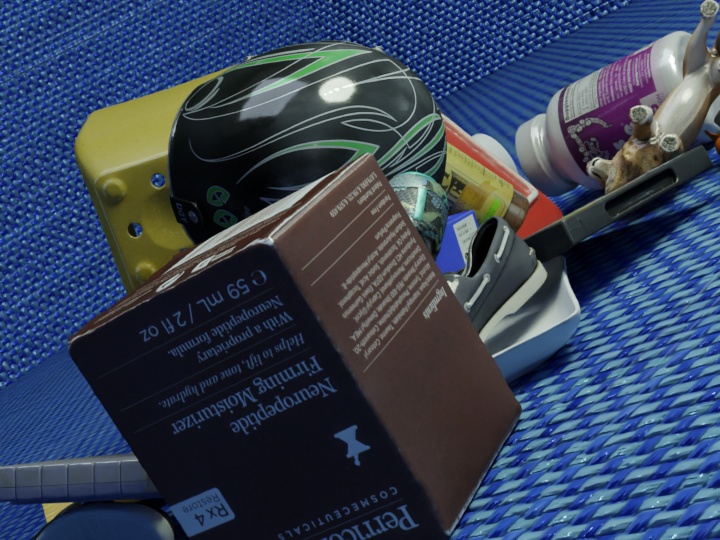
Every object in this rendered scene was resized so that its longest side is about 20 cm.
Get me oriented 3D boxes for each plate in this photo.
[{"bbox_3d":[0.076,0.066,1.104,0.199,0.032,0.200,-29,8,9],"label":"plate"}]

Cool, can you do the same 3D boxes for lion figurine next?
[{"bbox_3d":[0.280,-0.141,1.287,0.200,0.072,0.122,-48,-17,-2],"label":"lion figurine"}]

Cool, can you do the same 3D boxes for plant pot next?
[{"bbox_3d":[-0.159,-0.070,1.392,0.195,0.195,0.200,-17,13,7],"label":"plant pot"}]

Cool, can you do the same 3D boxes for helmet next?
[{"bbox_3d":[-0.032,-0.086,1.148,0.190,0.200,0.200,-4,21,27],"label":"helmet"}]

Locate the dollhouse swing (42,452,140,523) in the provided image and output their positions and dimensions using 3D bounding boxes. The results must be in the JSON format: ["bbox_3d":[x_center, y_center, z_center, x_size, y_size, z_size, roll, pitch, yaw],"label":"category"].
[{"bbox_3d":[-0.218,0.130,1.356,0.175,0.182,0.200,-11,4,-14],"label":"dollhouse swing"}]

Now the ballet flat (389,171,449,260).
[{"bbox_3d":[0.011,0.020,1.079,0.074,0.074,0.200,-39,-25,-45],"label":"ballet flat"}]

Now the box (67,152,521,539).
[{"bbox_3d":[-0.034,0.066,0.905,0.166,0.200,0.164,-27,9,29],"label":"box"}]

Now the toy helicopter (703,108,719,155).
[{"bbox_3d":[0.332,-0.140,1.236,0.132,0.079,0.200,-52,-15,28],"label":"toy helicopter"}]

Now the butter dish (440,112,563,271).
[{"bbox_3d":[0.063,-0.042,1.413,0.148,0.199,0.200,-54,-7,36],"label":"butter dish"}]

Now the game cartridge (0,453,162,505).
[{"bbox_3d":[-0.181,0.158,1.134,0.129,0.038,0.200,-10,-7,16],"label":"game cartridge"}]

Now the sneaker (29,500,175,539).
[{"bbox_3d":[-0.203,0.203,1.146,0.200,0.073,0.112,-27,10,32],"label":"sneaker"}]

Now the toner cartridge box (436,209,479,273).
[{"bbox_3d":[0.000,0.000,1.262,0.200,0.043,0.095,-14,7,37],"label":"toner cartridge box"}]

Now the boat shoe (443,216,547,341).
[{"bbox_3d":[0.060,0.027,1.058,0.073,0.063,0.200,-18,16,47],"label":"boat shoe"}]

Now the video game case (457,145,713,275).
[{"bbox_3d":[0.168,-0.030,1.220,0.181,0.026,0.200,-27,-2,-36],"label":"video game case"}]

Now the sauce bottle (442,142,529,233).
[{"bbox_3d":[0.050,-0.088,1.267,0.065,0.200,0.065,-54,15,21],"label":"sauce bottle"}]

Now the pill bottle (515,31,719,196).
[{"bbox_3d":[0.255,-0.146,1.452,0.200,0.112,0.112,-25,10,38],"label":"pill bottle"}]

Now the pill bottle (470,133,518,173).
[{"bbox_3d":[0.076,-0.066,1.625,0.200,0.113,0.113,-34,9,-22],"label":"pill bottle"}]
